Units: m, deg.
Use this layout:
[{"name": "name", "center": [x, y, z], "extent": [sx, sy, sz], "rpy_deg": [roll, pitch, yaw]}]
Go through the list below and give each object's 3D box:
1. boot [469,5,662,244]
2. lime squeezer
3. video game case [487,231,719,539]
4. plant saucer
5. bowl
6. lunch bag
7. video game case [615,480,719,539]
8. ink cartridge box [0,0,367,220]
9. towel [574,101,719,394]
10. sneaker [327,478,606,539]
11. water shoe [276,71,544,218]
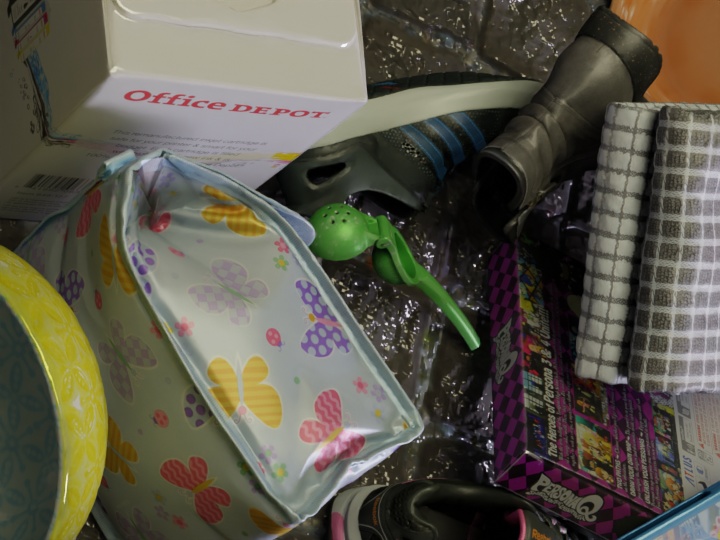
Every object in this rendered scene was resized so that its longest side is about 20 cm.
[{"name": "boot", "center": [0.118, -0.067, 1.392], "extent": [0.070, 0.200, 0.132], "rpy_deg": [37, 79, 23]}, {"name": "lime squeezer", "center": [0.000, 0.000, 1.324], "extent": [0.200, 0.071, 0.038], "rpy_deg": [16, 24, -27]}, {"name": "video game case", "center": [0.157, 0.084, 1.363], "extent": [0.181, 0.036, 0.200], "rpy_deg": [28, 34, -20]}, {"name": "plant saucer", "center": [0.261, -0.156, 1.505], "extent": [0.200, 0.037, 0.200], "rpy_deg": [-8, 55, 11]}, {"name": "bowl", "center": [-0.193, 0.066, 1.128], "extent": [0.108, 0.200, 0.200], "rpy_deg": [-21, 82, -59]}, {"name": "lunch bag", "center": [-0.089, 0.042, 1.194], "extent": [0.127, 0.170, 0.200], "rpy_deg": [-36, 91, -38]}, {"name": "video game case", "center": [0.179, 0.206, 1.275], "extent": [0.200, 0.018, 0.143], "rpy_deg": [-26, 102, -19]}, {"name": "ink cartridge box", "center": [-0.110, -0.124, 1.227], "extent": [0.147, 0.200, 0.145], "rpy_deg": [4, 70, -30]}, {"name": "towel", "center": [0.211, -0.014, 1.349], "extent": [0.200, 0.086, 0.166], "rpy_deg": [-3, 99, -52]}, {"name": "sneaker", "center": [0.085, 0.162, 1.304], "extent": [0.200, 0.086, 0.080], "rpy_deg": [12, 67, -28]}, {"name": "water shoe", "center": [0.029, -0.073, 1.387], "extent": [0.200, 0.071, 0.079], "rpy_deg": [-11, 104, -34]}]
